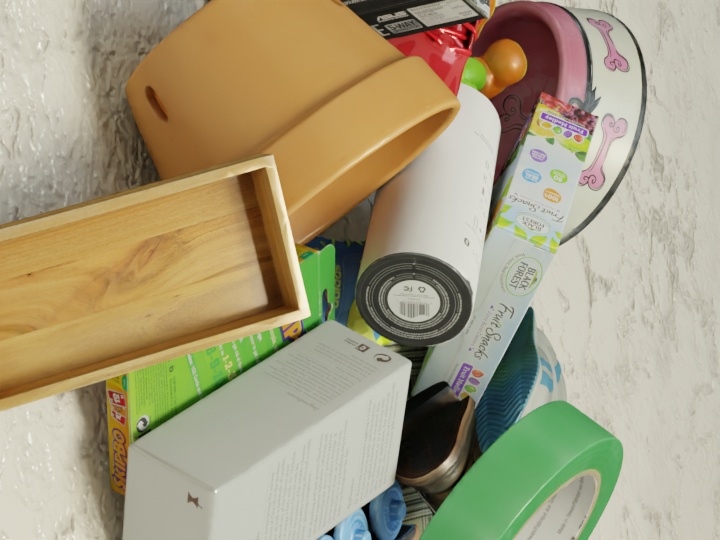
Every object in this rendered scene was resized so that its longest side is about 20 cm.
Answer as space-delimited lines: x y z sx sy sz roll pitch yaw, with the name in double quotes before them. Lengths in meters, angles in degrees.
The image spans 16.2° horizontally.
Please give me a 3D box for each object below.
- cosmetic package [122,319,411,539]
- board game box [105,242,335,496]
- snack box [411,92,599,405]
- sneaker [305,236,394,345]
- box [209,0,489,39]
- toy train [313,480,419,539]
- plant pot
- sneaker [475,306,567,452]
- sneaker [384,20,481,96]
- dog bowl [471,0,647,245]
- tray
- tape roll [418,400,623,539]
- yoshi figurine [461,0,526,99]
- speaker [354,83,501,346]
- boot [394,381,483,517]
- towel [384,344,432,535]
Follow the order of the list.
"cosmetic package" -0.057 0.121 1.582 0.200 0.071 0.102 -31 138 -46
"board game box" -0.084 0.058 1.594 0.200 0.030 0.096 -30 132 -42
"snack box" 0.103 -0.009 1.820 0.201 0.053 0.143 113 -3 -47
"sneaker" 0.000 0.000 1.747 0.105 0.076 0.200 50 44 -12
"box" -0.007 -0.230 1.710 0.050 0.199 0.159 31 56 -53
"toy train" -0.027 0.209 1.685 0.200 0.086 0.115 -36 123 -61
"plant pot" -0.056 -0.098 1.607 0.140 0.200 0.200 52 30 5
"sneaker" 0.120 0.101 1.910 0.081 0.076 0.200 61 20 -17
"sneaker" 0.062 -0.191 1.718 0.078 0.115 0.201 26 46 -31
"dog bowl" 0.124 -0.117 1.939 0.073 0.200 0.202 21 63 -35
"tray" -0.135 0.006 1.464 0.199 0.037 0.099 -17 99 -20
"tape roll" 0.099 0.183 1.721 0.200 0.048 0.201 -45 157 -25
"yoshi figurine" 0.033 -0.170 1.827 0.199 0.112 0.113 -10 108 -41
"speaker" 0.049 -0.042 1.717 0.201 0.081 0.081 -78 147 -50
"boot" 0.070 0.140 1.734 0.097 0.074 0.200 55 6 -8
"towel" 0.026 0.115 1.863 0.200 0.034 0.194 -2 88 -63
